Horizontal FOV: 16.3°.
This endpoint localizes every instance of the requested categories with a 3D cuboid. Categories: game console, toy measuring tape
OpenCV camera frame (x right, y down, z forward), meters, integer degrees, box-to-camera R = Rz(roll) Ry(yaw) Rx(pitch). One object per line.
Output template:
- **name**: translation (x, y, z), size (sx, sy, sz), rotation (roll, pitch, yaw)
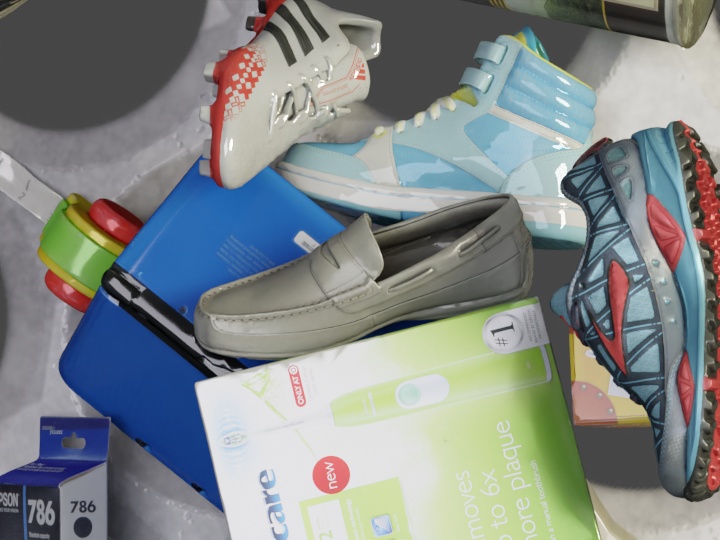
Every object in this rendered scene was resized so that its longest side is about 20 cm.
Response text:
- **game console**: translation (-0.061, 0.051, 1.528), size (0.200, 0.118, 0.171), rotation (39, 80, 2)
- **toy measuring tape**: translation (-0.195, -0.031, 1.586), size (0.200, 0.074, 0.074), rotation (37, 97, 15)

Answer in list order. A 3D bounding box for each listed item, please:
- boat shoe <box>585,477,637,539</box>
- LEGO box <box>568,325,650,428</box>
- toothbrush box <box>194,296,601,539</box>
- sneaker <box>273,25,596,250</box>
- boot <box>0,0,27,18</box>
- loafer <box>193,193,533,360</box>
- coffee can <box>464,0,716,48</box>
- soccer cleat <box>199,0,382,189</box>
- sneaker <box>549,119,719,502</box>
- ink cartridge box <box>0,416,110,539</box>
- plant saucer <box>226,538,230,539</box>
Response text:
- **boat shoe**: translation (0.112, 0.142, 1.487), size (0.059, 0.072, 0.200), rotation (-37, 83, 8)
- **LEGO box**: translation (0.230, 0.046, 1.415), size (0.199, 0.149, 0.077), rotation (-4, 85, 17)
- **toothbrush box**: translation (0.023, 0.111, 1.413), size (0.199, 0.086, 0.146), rotation (-14, 82, 3)
- **sneaker**: translation (0.051, -0.088, 1.516), size (0.199, 0.080, 0.131), rotation (9, 86, 14)
- **boot**: translation (-0.236, -0.211, 1.564), size (0.203, 0.154, 0.074), rotation (-16, 82, 16)
- **loafer**: translation (0.000, 0.000, 1.437), size (0.199, 0.070, 0.070), rotation (-14, 122, -8)
- **coffee can**: translation (0.110, -0.220, 1.467), size (0.199, 0.146, 0.147), rotation (14, 91, 17)
- **soccer cleat**: translation (-0.040, -0.108, 1.491), size (0.085, 0.200, 0.069), rotation (8, 120, 9)
- **sneaker**: translation (0.151, 0.026, 1.333), size (0.095, 0.079, 0.201), rotation (-12, 74, 25)
- **ink cartridge box**: translation (-0.193, 0.190, 1.564), size (0.099, 0.039, 0.201), rotation (-7, 81, 56)
- **plant saucer**: translation (-0.032, 0.247, 1.474), size (0.200, 0.039, 0.202), rotation (0, 89, 7)
